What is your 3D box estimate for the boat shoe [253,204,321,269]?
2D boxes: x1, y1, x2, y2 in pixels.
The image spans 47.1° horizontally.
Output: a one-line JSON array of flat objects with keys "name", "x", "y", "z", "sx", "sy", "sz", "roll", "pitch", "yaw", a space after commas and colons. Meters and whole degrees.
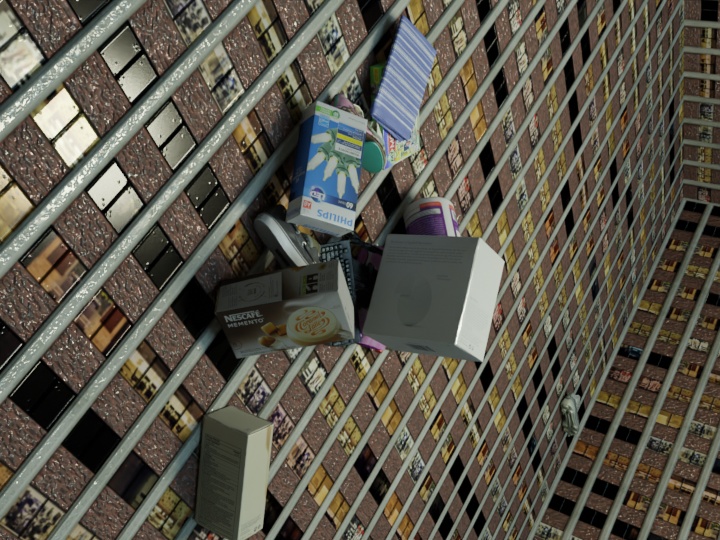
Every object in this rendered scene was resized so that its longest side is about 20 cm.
[{"name": "boat shoe", "x": -0.099, "y": -0.023, "z": 1.386, "sx": 0.066, "sy": 0.070, "sz": 0.200, "roll": -42, "pitch": 102, "yaw": -29}]

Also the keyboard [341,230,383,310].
[{"name": "keyboard", "x": 0.000, "y": 0.000, "z": 1.575, "sx": 0.200, "sy": 0.021, "sz": 0.127, "roll": 26, "pitch": 88, "yaw": -31}]

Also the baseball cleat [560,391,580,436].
[{"name": "baseball cleat", "x": 0.803, "y": 0.536, "z": 3.111, "sx": 0.107, "sy": 0.070, "sz": 0.200, "roll": -51, "pitch": 143, "yaw": -32}]

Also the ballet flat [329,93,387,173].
[{"name": "ballet flat", "x": 0.000, "y": -0.256, "z": 1.510, "sx": 0.200, "sy": 0.069, "sz": 0.071, "roll": 43, "pitch": 48, "yaw": -55}]

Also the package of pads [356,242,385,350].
[{"name": "package of pads", "x": 0.026, "y": 0.054, "z": 1.668, "sx": 0.120, "sy": 0.075, "sz": 0.201, "roll": 24, "pitch": 82, "yaw": -54}]

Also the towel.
[{"name": "towel", "x": 0.080, "y": -0.360, "z": 1.573, "sx": 0.145, "sy": 0.024, "sz": 0.201, "roll": 28, "pitch": 78, "yaw": -56}]

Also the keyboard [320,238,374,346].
[{"name": "keyboard", "x": -0.020, "y": 0.040, "z": 1.541, "sx": 0.127, "sy": 0.021, "sz": 0.201, "roll": -14, "pitch": 108, "yaw": -24}]

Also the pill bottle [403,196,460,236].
[{"name": "pill bottle", "x": 0.157, "y": -0.042, "z": 1.716, "sx": 0.111, "sy": 0.111, "sz": 0.201, "roll": 43, "pitch": 33, "yaw": -55}]

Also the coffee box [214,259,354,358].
[{"name": "coffee box", "x": -0.118, "y": 0.062, "z": 1.321, "sx": 0.080, "sy": 0.199, "sz": 0.115, "roll": -92, "pitch": 170, "yaw": -49}]

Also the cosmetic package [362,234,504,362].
[{"name": "cosmetic package", "x": 0.135, "y": 0.048, "z": 1.517, "sx": 0.123, "sy": 0.199, "sz": 0.201, "roll": 32, "pitch": 68, "yaw": -51}]

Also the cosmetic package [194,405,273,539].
[{"name": "cosmetic package", "x": -0.214, "y": 0.343, "z": 1.395, "sx": 0.071, "sy": 0.105, "sz": 0.201, "roll": -14, "pitch": 116, "yaw": -56}]

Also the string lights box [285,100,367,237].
[{"name": "string lights box", "x": -0.055, "y": -0.167, "z": 1.373, "sx": 0.102, "sy": 0.059, "sz": 0.201, "roll": 15, "pitch": 73, "yaw": -28}]

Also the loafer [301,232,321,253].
[{"name": "loafer", "x": -0.099, "y": 0.033, "z": 1.462, "sx": 0.070, "sy": 0.075, "sz": 0.201, "roll": -5, "pitch": 106, "yaw": -60}]

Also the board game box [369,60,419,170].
[{"name": "board game box", "x": 0.069, "y": -0.313, "z": 1.618, "sx": 0.135, "sy": 0.029, "sz": 0.201, "roll": -36, "pitch": 132, "yaw": -46}]

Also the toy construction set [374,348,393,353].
[{"name": "toy construction set", "x": 0.093, "y": 0.088, "z": 1.751, "sx": 0.092, "sy": 0.131, "sz": 0.201, "roll": 172, "pitch": -61, "yaw": -76}]
